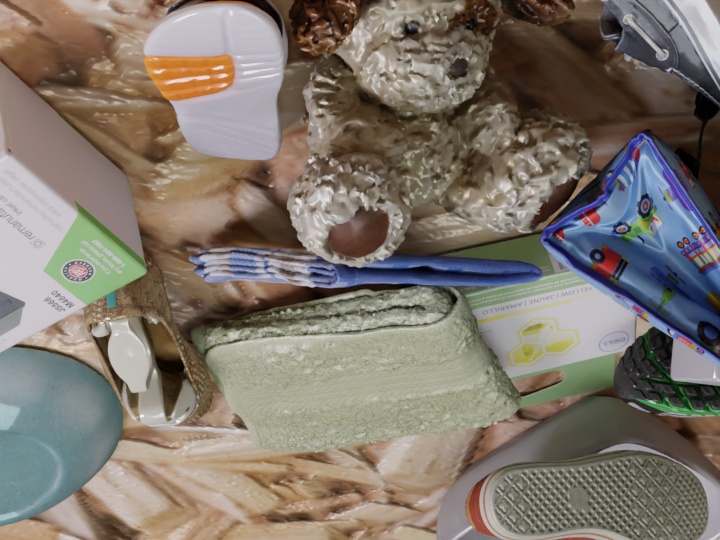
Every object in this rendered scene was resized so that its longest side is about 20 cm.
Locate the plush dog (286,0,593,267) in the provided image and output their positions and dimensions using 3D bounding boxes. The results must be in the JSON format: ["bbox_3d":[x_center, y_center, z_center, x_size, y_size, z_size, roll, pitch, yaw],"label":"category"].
[{"bbox_3d":[0.029,-0.116,1.353,0.200,0.160,0.172,-10,126,-31],"label":"plush dog"}]

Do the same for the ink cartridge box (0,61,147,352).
[{"bbox_3d":[-0.252,-0.016,1.392,0.200,0.084,0.145,-29,140,16],"label":"ink cartridge box"}]

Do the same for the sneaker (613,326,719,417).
[{"bbox_3d":[0.265,0.080,1.633,0.199,0.078,0.085,-1,146,-24],"label":"sneaker"}]

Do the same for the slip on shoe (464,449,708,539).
[{"bbox_3d":[0.163,0.167,1.675,0.200,0.074,0.061,2,171,-28],"label":"slip on shoe"}]

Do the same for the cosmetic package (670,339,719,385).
[{"bbox_3d":[0.312,0.036,1.561,0.199,0.102,0.074,6,177,-17],"label":"cosmetic package"}]

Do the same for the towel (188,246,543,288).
[{"bbox_3d":[0.000,0.000,1.449,0.147,0.024,0.200,2,180,-30],"label":"towel"}]

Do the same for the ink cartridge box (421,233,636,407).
[{"bbox_3d":[0.120,0.054,1.643,0.145,0.048,0.200,-13,140,-5],"label":"ink cartridge box"}]

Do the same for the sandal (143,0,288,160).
[{"bbox_3d":[-0.080,-0.124,1.351,0.079,0.059,0.207,4,162,1],"label":"sandal"}]

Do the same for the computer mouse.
[{"bbox_3d":[0.207,-0.073,1.514,0.034,0.059,0.200,11,136,1],"label":"computer mouse"}]

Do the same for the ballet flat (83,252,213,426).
[{"bbox_3d":[-0.144,0.062,1.541,0.070,0.065,0.200,-9,142,10],"label":"ballet flat"}]

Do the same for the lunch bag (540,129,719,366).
[{"bbox_3d":[0.212,0.015,1.420,0.094,0.200,0.151,-46,178,8],"label":"lunch bag"}]

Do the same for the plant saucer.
[{"bbox_3d":[-0.259,0.129,1.606,0.200,0.039,0.201,-11,142,-8],"label":"plant saucer"}]

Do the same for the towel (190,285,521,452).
[{"bbox_3d":[-0.003,0.071,1.582,0.199,0.037,0.148,-10,141,20],"label":"towel"}]

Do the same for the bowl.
[{"bbox_3d":[0.170,0.175,1.788,0.200,0.075,0.200,-33,138,21],"label":"bowl"}]

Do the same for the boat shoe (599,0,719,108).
[{"bbox_3d":[0.174,-0.153,1.376,0.068,0.072,0.200,-27,130,22],"label":"boat shoe"}]
